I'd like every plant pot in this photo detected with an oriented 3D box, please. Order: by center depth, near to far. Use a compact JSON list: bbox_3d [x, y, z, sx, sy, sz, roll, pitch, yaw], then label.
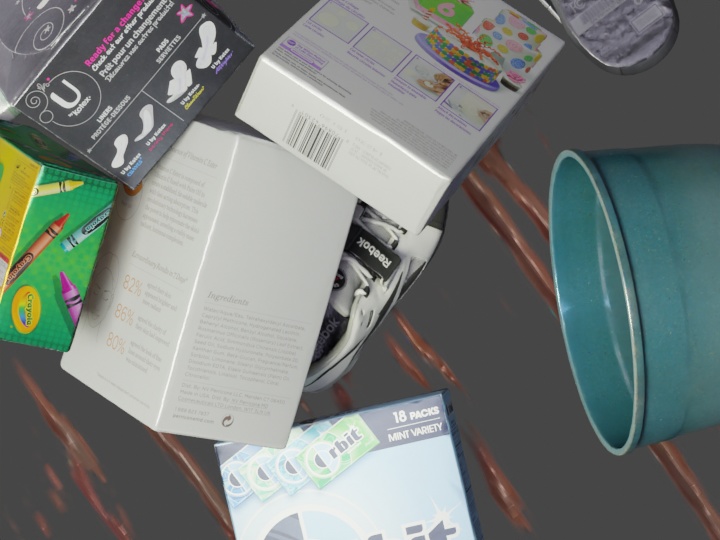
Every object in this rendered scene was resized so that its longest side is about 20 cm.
[{"bbox_3d":[0.238,0.005,1.206,0.188,0.200,0.200,-10,91,-6],"label":"plant pot"}]

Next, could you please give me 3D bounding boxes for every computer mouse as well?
[{"bbox_3d":[0.166,-0.238,1.276,0.140,0.046,0.200,-42,81,3],"label":"computer mouse"}]

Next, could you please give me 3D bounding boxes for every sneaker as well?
[{"bbox_3d":[0.000,0.000,1.286,0.074,0.089,0.200,28,95,8],"label":"sneaker"}]

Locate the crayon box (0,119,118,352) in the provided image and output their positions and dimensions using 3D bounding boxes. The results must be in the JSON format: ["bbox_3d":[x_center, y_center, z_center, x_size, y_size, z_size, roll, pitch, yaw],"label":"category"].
[{"bbox_3d":[-0.238,-0.031,1.266,0.058,0.200,0.119,13,98,-29],"label":"crayon box"}]

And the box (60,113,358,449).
[{"bbox_3d":[-0.103,0.000,1.255,0.106,0.152,0.200,14,96,-35],"label":"box"}]

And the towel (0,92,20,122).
[{"bbox_3d":[-0.352,-0.130,1.368,0.200,0.023,0.153,-38,87,7],"label":"towel"}]

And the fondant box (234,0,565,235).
[{"bbox_3d":[0.030,-0.128,1.223,0.144,0.200,0.058,34,134,6],"label":"fondant box"}]

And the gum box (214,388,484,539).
[{"bbox_3d":[0.002,0.200,1.314,0.170,0.045,0.200,-13,89,9],"label":"gum box"}]

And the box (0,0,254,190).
[{"bbox_3d":[-0.182,-0.172,1.240,0.132,0.115,0.200,-49,40,8],"label":"box"}]
